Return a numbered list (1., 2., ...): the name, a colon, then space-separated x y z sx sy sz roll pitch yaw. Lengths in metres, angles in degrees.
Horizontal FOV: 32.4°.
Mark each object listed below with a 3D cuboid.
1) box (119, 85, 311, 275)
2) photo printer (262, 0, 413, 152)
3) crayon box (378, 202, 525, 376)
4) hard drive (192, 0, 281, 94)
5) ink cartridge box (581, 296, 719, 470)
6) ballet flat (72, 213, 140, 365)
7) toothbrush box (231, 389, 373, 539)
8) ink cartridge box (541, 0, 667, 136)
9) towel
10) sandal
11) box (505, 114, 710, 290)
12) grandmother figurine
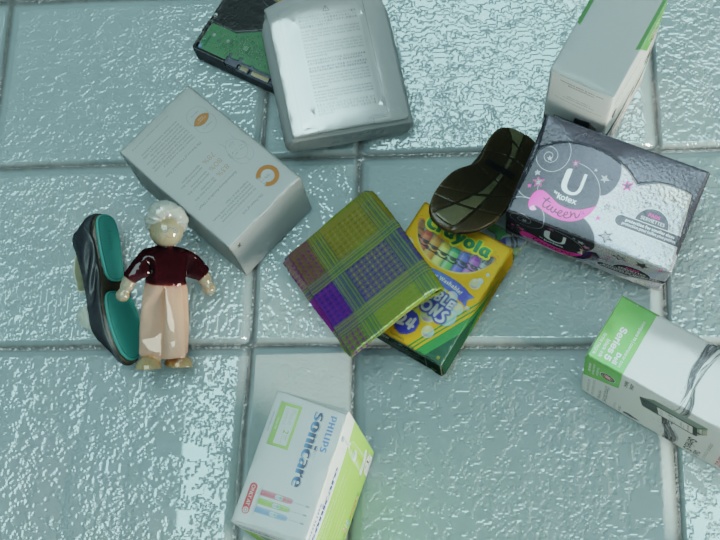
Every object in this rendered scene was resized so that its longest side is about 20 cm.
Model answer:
1. box: -0.179 -0.112 1.545 0.200 0.098 0.124 40 79 19
2. photo printer: -0.034 -0.261 1.573 0.166 0.069 0.200 -12 79 -8
3. crayon box: 0.096 0.008 1.489 0.126 0.052 0.200 29 75 16
4. hard drive: -0.114 -0.342 1.654 0.140 0.038 0.200 25 74 16
5. ink cartridge box: 0.350 0.129 1.360 0.200 0.146 0.084 30 76 17
6. ballet flat: -0.319 0.029 1.534 0.073 0.073 0.200 -15 75 2
7. toothbrush box: -0.057 0.232 1.347 0.086 0.200 0.146 15 73 12
8. ink cartridge box: 0.285 -0.233 1.476 0.084 0.200 0.146 27 76 13
9. towel: 0.000 0.000 1.476 0.144 0.023 0.200 -39 48 2
10. sandal: 0.148 -0.103 1.507 0.082 0.055 0.200 32 50 6
11. box: 0.284 -0.077 1.449 0.200 0.115 0.132 22 81 11
12. grandmother figurine: -0.230 0.016 1.485 0.121 0.061 0.200 -4 95 -37
